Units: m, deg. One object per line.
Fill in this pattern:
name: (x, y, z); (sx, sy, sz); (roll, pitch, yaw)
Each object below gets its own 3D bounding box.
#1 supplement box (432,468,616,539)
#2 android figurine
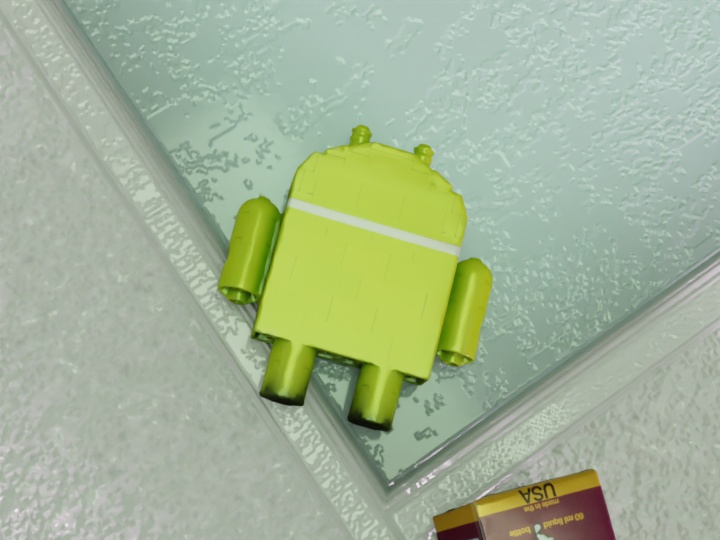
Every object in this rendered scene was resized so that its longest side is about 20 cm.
supplement box: (0.120, 0.235, 0.904); (0.085, 0.110, 0.202); (-12, 79, -13)
android figurine: (0.000, 0.000, 0.979); (0.180, 0.041, 0.202); (14, 75, -6)
